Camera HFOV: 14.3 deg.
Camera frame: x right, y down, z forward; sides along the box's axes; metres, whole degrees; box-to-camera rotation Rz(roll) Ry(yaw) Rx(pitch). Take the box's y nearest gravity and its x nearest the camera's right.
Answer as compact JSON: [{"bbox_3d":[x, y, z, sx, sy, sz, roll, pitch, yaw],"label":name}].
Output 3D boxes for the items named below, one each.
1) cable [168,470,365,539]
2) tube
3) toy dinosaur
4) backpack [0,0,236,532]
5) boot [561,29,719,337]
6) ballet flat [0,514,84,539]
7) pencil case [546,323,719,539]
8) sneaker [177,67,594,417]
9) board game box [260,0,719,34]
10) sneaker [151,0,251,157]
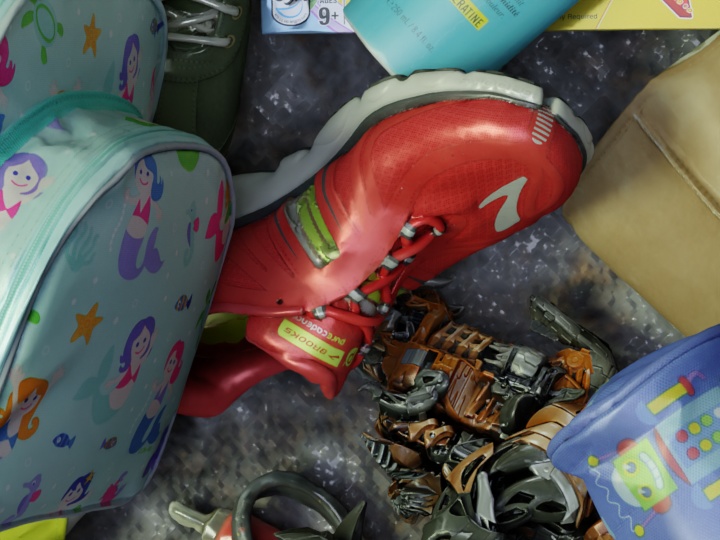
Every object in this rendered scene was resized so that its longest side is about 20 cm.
[{"bbox_3d":[0.011,0.140,1.061,0.200,0.050,0.097,21,84,-3],"label":"cable"},{"bbox_3d":[0.082,-0.137,0.965,0.200,0.050,0.077,-44,85,9],"label":"tube"},{"bbox_3d":[0.048,0.078,0.985,0.136,0.200,0.102,-42,131,-11],"label":"toy dinosaur"},{"bbox_3d":[-0.129,-0.014,0.930,0.150,0.177,0.201,15,95,19],"label":"backpack"},{"bbox_3d":[0.175,-0.007,0.938,0.200,0.066,0.175,52,120,23],"label":"boot"},{"bbox_3d":[-0.109,0.037,1.055,0.067,0.067,0.201,5,96,-10],"label":"ballet flat"},{"bbox_3d":[0.144,0.112,0.915,0.078,0.087,0.200,-38,81,26],"label":"pencil case"},{"bbox_3d":[0.000,0.000,0.973,0.077,0.085,0.200,33,137,-31],"label":"sneaker"},{"bbox_3d":[0.063,-0.151,1.006,0.199,0.034,0.135,0,96,12],"label":"board game box"},{"bbox_3d":[-0.066,-0.128,0.993,0.067,0.090,0.201,0,90,-16],"label":"sneaker"}]
